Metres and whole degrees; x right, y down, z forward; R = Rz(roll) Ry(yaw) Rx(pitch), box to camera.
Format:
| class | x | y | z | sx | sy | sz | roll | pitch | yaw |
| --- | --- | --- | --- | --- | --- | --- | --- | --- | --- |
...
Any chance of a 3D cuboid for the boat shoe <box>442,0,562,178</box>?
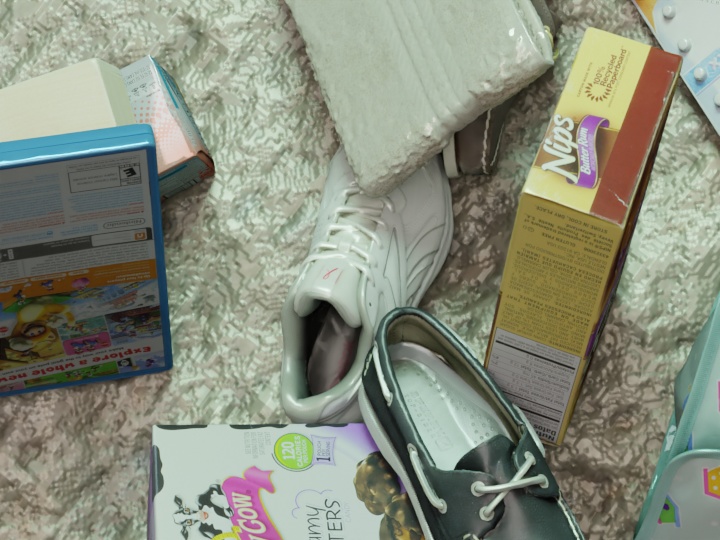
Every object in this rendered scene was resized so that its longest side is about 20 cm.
| class | x | y | z | sx | sy | sz | roll | pitch | yaw |
| --- | --- | --- | --- | --- | --- | --- | --- | --- | --- |
| boat shoe | 0.087 | -0.148 | 1.118 | 0.059 | 0.072 | 0.202 | 9 | 80 | 8 |

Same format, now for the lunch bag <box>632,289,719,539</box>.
| class | x | y | z | sx | sy | sz | roll | pitch | yaw |
| --- | --- | --- | --- | --- | --- | --- | --- | --- | --- |
| lunch bag | 0.247 | 0.090 | 1.047 | 0.169 | 0.122 | 0.202 | 19 | 98 | 7 |

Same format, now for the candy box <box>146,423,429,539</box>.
| class | x | y | z | sx | sy | sz | roll | pitch | yaw |
| --- | --- | --- | --- | --- | --- | --- | --- | --- | --- |
| candy box | -0.012 | 0.164 | 1.025 | 0.198 | 0.072 | 0.169 | 0 | 43 | -9 |

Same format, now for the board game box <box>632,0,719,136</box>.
| class | x | y | z | sx | sy | sz | roll | pitch | yaw |
| --- | --- | --- | --- | --- | --- | --- | --- | --- | --- |
| board game box | 0.248 | -0.162 | 1.064 | 0.200 | 0.026 | 0.201 | -40 | 68 | 28 |

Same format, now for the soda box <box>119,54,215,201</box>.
| class | x | y | z | sx | sy | sz | roll | pitch | yaw |
| --- | --- | --- | --- | --- | --- | --- | --- | --- | --- |
| soda box | -0.187 | -0.047 | 1.141 | 0.199 | 0.064 | 0.069 | -27 | 81 | 2 |

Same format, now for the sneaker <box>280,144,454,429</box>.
| class | x | y | z | sx | sy | sz | roll | pitch | yaw |
| --- | --- | --- | --- | --- | --- | --- | --- | --- | --- |
| sneaker | 0.000 | 0.000 | 1.092 | 0.077 | 0.099 | 0.202 | 7 | 83 | 17 |

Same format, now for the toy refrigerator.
| class | x | y | z | sx | sy | sz | roll | pitch | yaw |
| --- | --- | --- | --- | --- | --- | --- | --- | --- | --- |
| toy refrigerator | -0.219 | -0.047 | 1.080 | 0.198 | 0.070 | 0.077 | -19 | 88 | 5 |

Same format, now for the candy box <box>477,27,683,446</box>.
| class | x | y | z | sx | sy | sz | roll | pitch | yaw |
| --- | --- | --- | --- | --- | --- | --- | --- | --- | --- |
| candy box | 0.111 | -0.013 | 1.018 | 0.056 | 0.201 | 0.117 | 19 | 55 | 8 |

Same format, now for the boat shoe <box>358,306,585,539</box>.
| class | x | y | z | sx | sy | sz | roll | pitch | yaw |
| --- | --- | --- | --- | --- | --- | --- | --- | --- | --- |
| boat shoe | 0.059 | 0.103 | 0.998 | 0.075 | 0.061 | 0.200 | -25 | 56 | -25 |

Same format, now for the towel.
| class | x | y | z | sx | sy | sz | roll | pitch | yaw |
| --- | --- | --- | --- | --- | --- | --- | --- | --- | --- |
| towel | 0.023 | -0.149 | 1.091 | 0.132 | 0.034 | 0.201 | -37 | 53 | 25 |

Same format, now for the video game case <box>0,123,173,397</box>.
| class | x | y | z | sx | sy | sz | roll | pitch | yaw |
| --- | --- | --- | --- | --- | --- | --- | --- | --- | --- |
| video game case | -0.176 | 0.002 | 1.059 | 0.141 | 0.201 | 0.018 | -9 | 53 | -9 |
